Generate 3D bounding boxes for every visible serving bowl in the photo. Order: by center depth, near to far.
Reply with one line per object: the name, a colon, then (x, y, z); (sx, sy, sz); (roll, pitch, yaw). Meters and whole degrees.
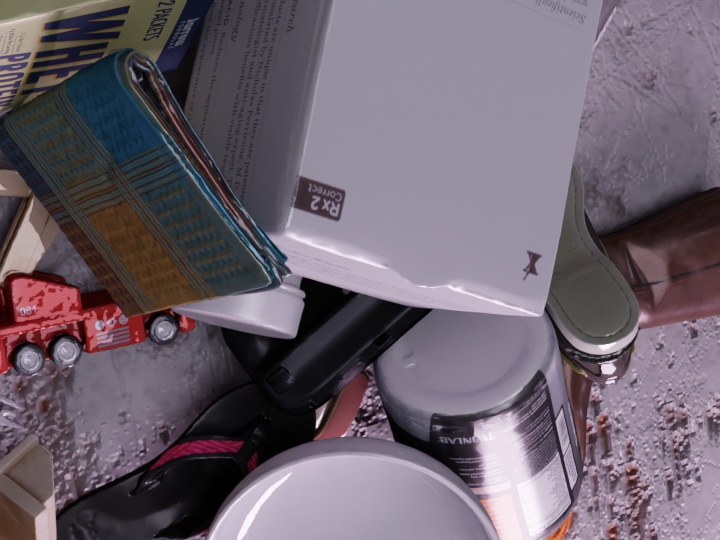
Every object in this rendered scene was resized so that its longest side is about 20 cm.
serving bowl: (-0.005, 0.188, 1.249); (0.199, 0.066, 0.201); (0, 115, 0)

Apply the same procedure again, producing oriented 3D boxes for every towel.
towel: (-0.126, -0.042, 1.060); (0.022, 0.200, 0.147); (-41, 104, -27)

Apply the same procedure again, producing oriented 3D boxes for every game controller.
game controller: (0.000, 0.000, 1.244); (0.200, 0.104, 0.042); (-41, 145, 4)

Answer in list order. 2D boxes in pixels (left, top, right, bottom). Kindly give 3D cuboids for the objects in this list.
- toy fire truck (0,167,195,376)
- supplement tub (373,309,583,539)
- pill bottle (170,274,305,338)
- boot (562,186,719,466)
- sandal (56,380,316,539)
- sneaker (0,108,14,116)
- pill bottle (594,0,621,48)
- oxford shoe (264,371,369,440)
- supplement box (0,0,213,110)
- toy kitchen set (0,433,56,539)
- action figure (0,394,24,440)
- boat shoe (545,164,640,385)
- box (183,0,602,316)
toy fire truck: (-0.204, -0.010, 1.199); (0.199, 0.049, 0.142); (-13, 106, -24)
supplement tub: (0.084, 0.109, 1.299); (0.122, 0.122, 0.201); (-35, 141, -15)
pill bottle: (-0.058, -0.064, 1.204); (0.111, 0.111, 0.201); (17, 81, -28)
boot: (0.210, 0.048, 1.416); (0.199, 0.064, 0.188); (-17, 111, -27)
sandal: (-0.111, 0.142, 1.257); (0.199, 0.045, 0.075); (-33, 102, -3)
sneaker: (-0.226, -0.121, 1.159); (0.199, 0.074, 0.080); (-19, 128, -21)
pill bottle: (0.106, -0.173, 1.279); (0.113, 0.114, 0.201); (31, 87, -28)
oxford shoe: (-0.020, 0.017, 1.286); (0.074, 0.070, 0.201); (15, 93, -23)
supplement box: (-0.209, -0.202, 1.062); (0.199, 0.134, 0.201); (-16, 79, -22)
toy kitchen set: (-0.185, 0.221, 1.155); (0.163, 0.180, 0.201); (-46, 158, -33)
action figure: (-0.283, 0.124, 1.161); (0.130, 0.069, 0.201); (21, 106, -44)
boat shoe: (0.130, -0.011, 1.305); (0.071, 0.202, 0.061); (-18, 143, -5)
box: (0.014, -0.092, 1.107); (0.198, 0.130, 0.201); (17, 82, -37)
